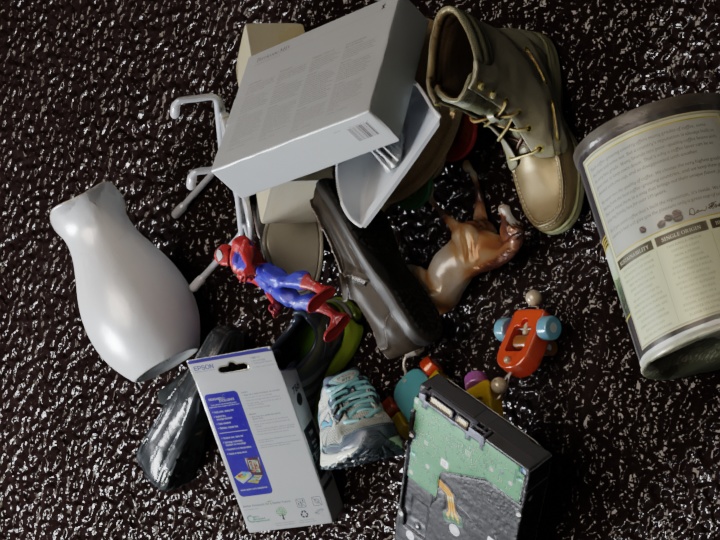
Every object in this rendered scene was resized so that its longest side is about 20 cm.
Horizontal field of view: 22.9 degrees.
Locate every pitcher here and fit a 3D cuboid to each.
[{"bbox_3d":[-0.254,0.019,1.949,0.121,0.172,0.201,-28,81,-2],"label":"pitcher"}]

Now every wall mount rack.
[{"bbox_3d":[-0.162,-0.084,1.890,0.174,0.074,0.200,90,167,-46],"label":"wall mount rack"}]

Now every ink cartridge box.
[{"bbox_3d":[-0.094,0.163,1.767,0.099,0.039,0.201,-9,111,23],"label":"ink cartridge box"}]

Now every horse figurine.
[{"bbox_3d":[0.076,-0.013,1.718,0.200,0.050,0.133,-45,53,23],"label":"horse figurine"}]

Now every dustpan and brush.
[{"bbox_3d":[0.011,-0.148,1.696,0.140,0.057,0.200,-54,20,24],"label":"dustpan and brush"}]

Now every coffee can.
[{"bbox_3d":[0.276,-0.027,1.490,0.146,0.146,0.201,-28,67,34],"label":"coffee can"}]

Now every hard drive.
[{"bbox_3d":[0.099,0.206,1.610,0.140,0.038,0.201,34,137,31],"label":"hard drive"}]

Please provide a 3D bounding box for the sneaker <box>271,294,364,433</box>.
[{"bbox_3d":[-0.072,0.115,1.802,0.074,0.081,0.201,30,103,38],"label":"sneaker"}]

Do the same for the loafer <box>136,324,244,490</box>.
[{"bbox_3d":[-0.186,0.141,1.901,0.070,0.068,0.201,36,110,27],"label":"loafer"}]

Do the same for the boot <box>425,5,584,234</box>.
[{"bbox_3d":[0.130,-0.136,1.619,0.072,0.154,0.201,-19,73,36],"label":"boot"}]

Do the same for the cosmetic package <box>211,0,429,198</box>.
[{"bbox_3d":[-0.038,-0.164,1.674,0.199,0.052,0.151,-17,47,38],"label":"cosmetic package"}]

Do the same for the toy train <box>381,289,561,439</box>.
[{"bbox_3d":[0.110,0.101,1.677,0.200,0.056,0.151,-10,52,48],"label":"toy train"}]

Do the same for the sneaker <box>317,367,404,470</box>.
[{"bbox_3d":[-0.012,0.138,1.686,0.200,0.077,0.087,175,85,-80],"label":"sneaker"}]

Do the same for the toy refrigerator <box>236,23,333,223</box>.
[{"bbox_3d":[-0.076,-0.152,1.812,0.076,0.070,0.201,109,155,-55],"label":"toy refrigerator"}]

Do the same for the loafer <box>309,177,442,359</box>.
[{"bbox_3d":[0.000,0.000,1.696,0.071,0.073,0.200,-43,63,29],"label":"loafer"}]

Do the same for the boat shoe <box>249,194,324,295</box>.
[{"bbox_3d":[-0.080,-0.062,1.857,0.067,0.057,0.201,-14,74,-4],"label":"boat shoe"}]

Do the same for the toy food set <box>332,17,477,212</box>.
[{"bbox_3d":[0.039,-0.153,1.753,0.197,0.049,0.201,-12,68,46],"label":"toy food set"}]

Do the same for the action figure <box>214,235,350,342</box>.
[{"bbox_3d":[-0.088,0.011,1.756,0.052,0.066,0.200,-43,38,-11],"label":"action figure"}]
